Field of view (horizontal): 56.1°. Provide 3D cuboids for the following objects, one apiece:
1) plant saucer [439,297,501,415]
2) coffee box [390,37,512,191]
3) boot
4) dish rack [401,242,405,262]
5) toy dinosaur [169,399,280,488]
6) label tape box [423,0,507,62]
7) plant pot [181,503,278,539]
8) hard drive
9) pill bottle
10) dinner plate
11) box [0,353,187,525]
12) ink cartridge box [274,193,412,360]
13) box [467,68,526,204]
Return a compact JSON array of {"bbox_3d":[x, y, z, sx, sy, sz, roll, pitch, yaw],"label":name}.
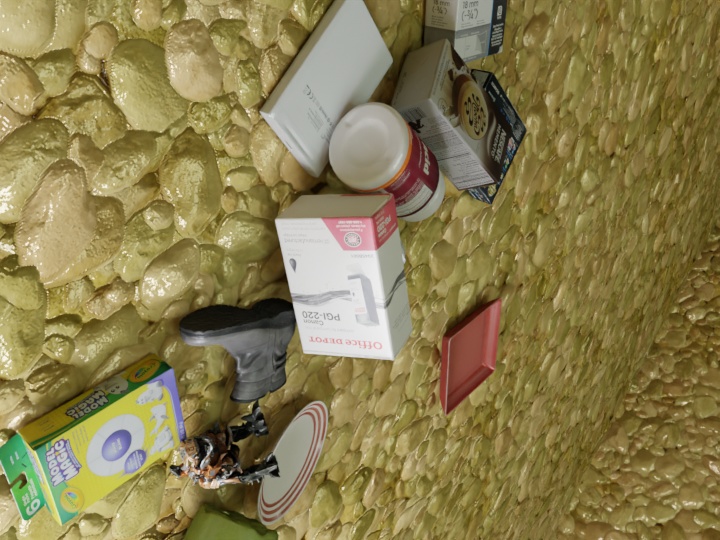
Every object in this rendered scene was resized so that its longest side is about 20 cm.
[{"bbox_3d":[0.230,0.178,1.451,0.198,0.036,0.204,-31,130,-39],"label":"plant saucer"},{"bbox_3d":[0.140,-0.226,1.014,0.199,0.079,0.115,39,58,-39],"label":"coffee box"},{"bbox_3d":[-0.156,0.116,0.889,0.198,0.069,0.135,-4,110,-50],"label":"boot"},{"bbox_3d":[0.000,0.000,1.052,0.202,0.043,0.173,-54,142,-19],"label":"dish rack"},{"bbox_3d":[-0.185,0.248,0.911,0.133,0.200,0.104,-19,86,-9],"label":"toy dinosaur"},{"bbox_3d":[0.162,-0.424,1.012,0.143,0.063,0.204,-29,130,-41],"label":"label tape box"},{"bbox_3d":[-0.201,0.437,0.934,0.200,0.196,0.194,44,61,-52],"label":"plant pot"},{"bbox_3d":[-0.039,-0.243,0.883,0.202,0.026,0.132,-58,144,-12],"label":"hard drive"},{"bbox_3d":[0.046,-0.142,0.948,0.116,0.113,0.199,-65,153,-1],"label":"pill bottle"},{"bbox_3d":[-0.109,0.297,1.059,0.201,0.024,0.203,-53,155,-39],"label":"dinner plate"},{"bbox_3d":[-0.298,0.195,0.770,0.198,0.048,0.120,-30,131,-38],"label":"box"},{"bbox_3d":[-0.019,0.009,0.897,0.085,0.142,0.204,-50,135,-54],"label":"ink cartridge box"},{"bbox_3d":[0.218,-0.232,1.202,0.199,0.045,0.162,32,83,-54],"label":"box"}]
